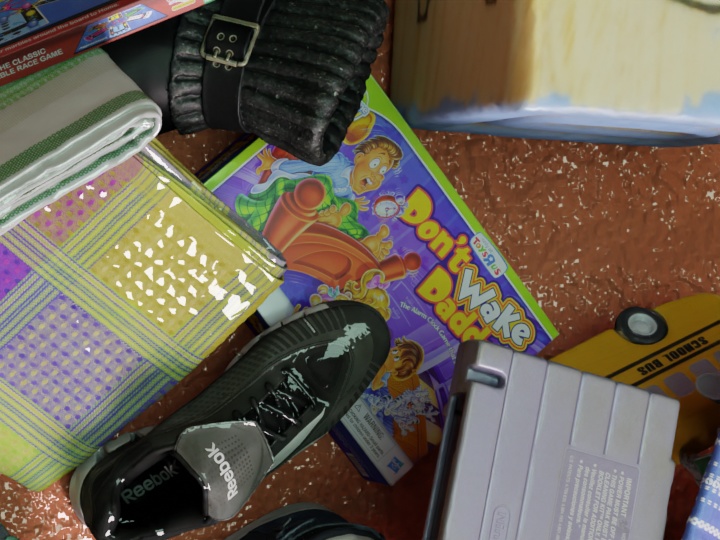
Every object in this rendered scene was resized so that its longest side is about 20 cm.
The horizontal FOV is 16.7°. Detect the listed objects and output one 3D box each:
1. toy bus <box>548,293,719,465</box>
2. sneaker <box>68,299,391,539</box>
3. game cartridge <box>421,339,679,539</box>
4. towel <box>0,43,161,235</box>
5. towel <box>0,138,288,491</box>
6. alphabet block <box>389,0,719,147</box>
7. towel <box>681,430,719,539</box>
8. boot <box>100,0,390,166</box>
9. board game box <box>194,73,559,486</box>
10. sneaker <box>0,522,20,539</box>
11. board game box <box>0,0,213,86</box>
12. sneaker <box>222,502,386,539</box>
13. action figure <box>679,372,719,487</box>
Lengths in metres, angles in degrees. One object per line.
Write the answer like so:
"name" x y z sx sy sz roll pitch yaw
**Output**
"toy bus" 0.141 0.081 1.394 0.199 0.065 0.078 -24 55 -32
"sneaker" -0.065 0.090 1.300 0.199 0.091 0.067 -33 105 2
"game cartridge" 0.089 0.147 1.231 0.129 0.038 0.201 19 75 -28
"towel" -0.204 -0.080 1.228 0.149 0.200 0.031 -32 133 -18
"towel" -0.149 0.018 1.276 0.200 0.023 0.143 -43 117 15
"alphabet block" 0.136 -0.175 1.346 0.194 0.196 0.201 2 90 -22
"towel" 0.224 0.142 1.286 0.145 0.024 0.201 31 74 -37
"boot" -0.090 -0.081 1.295 0.157 0.079 0.212 26 81 3
"board game box" 0.000 0.000 1.376 0.134 0.045 0.200 -41 104 -15
"sneaker" -0.207 0.138 1.275 0.199 0.074 0.088 19 75 -8
"board game box" -0.180 -0.131 1.239 0.199 0.103 0.020 -23 129 -6
"sneaker" -0.072 0.194 1.300 0.202 0.146 0.077 -34 104 -16
"action figure" 0.224 0.103 1.391 0.118 0.200 0.055 -40 61 -14
